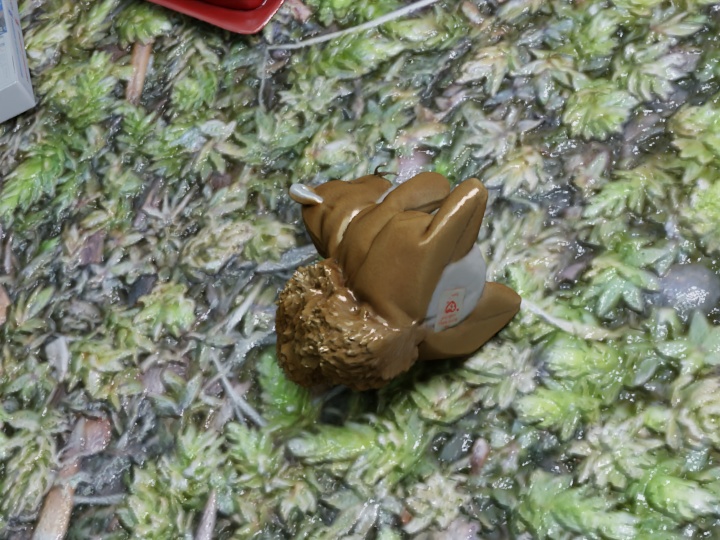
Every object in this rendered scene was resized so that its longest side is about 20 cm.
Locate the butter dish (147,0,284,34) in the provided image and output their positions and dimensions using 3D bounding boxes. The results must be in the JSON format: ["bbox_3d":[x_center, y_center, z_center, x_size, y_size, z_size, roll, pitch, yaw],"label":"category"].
[{"bbox_3d":[-0.137,-0.358,1.551,0.198,0.148,0.201,24,70,32],"label":"butter dish"}]

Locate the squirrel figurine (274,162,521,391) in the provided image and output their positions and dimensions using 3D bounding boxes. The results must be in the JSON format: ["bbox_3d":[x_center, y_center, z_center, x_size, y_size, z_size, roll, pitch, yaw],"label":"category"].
[{"bbox_3d":[0.000,0.000,1.273,0.200,0.142,0.186,-45,47,-13],"label":"squirrel figurine"}]

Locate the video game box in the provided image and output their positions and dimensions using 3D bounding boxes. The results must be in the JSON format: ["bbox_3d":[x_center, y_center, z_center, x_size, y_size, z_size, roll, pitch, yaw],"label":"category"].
[{"bbox_3d":[-0.436,-0.196,1.631,0.198,0.047,0.183,-25,51,6],"label":"video game box"}]
